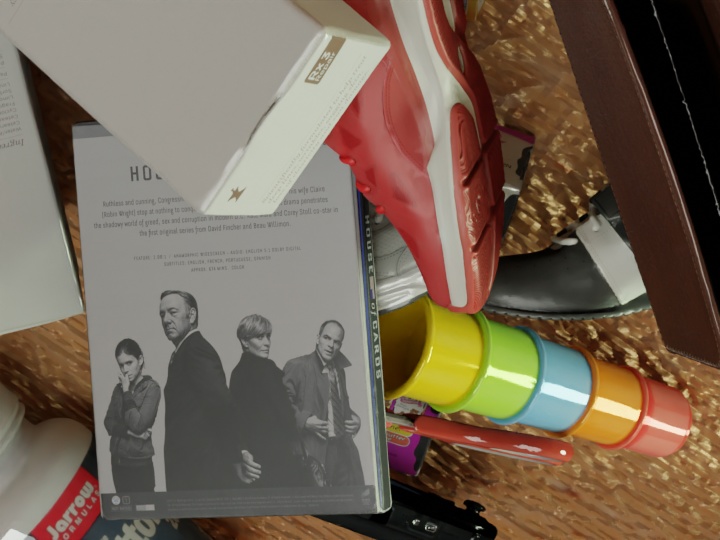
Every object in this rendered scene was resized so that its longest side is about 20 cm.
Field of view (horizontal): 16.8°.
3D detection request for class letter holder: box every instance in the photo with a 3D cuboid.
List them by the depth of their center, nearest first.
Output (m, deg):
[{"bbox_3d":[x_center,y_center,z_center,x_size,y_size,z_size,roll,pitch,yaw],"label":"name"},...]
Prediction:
[{"bbox_3d":[0.180,-0.061,1.136,0.100,0.142,0.201,-22,102,-10],"label":"letter holder"}]

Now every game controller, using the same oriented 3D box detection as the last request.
[{"bbox_3d":[-0.021,0.111,1.342,0.199,0.104,0.042,24,96,-27],"label":"game controller"}]

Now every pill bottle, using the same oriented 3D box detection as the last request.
[{"bbox_3d":[-0.175,0.157,1.419,0.200,0.120,0.119,43,121,-15],"label":"pill bottle"}]

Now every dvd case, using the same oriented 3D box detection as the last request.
[{"bbox_3d":[-0.065,0.022,1.202,0.150,0.025,0.201,-3,93,18],"label":"dvd case"}]

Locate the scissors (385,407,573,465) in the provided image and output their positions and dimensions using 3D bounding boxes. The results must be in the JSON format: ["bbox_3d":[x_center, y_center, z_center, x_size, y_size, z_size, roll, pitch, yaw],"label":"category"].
[{"bbox_3d":[0.020,0.081,1.288,0.199,0.073,0.014,11,85,-13],"label":"scissors"}]

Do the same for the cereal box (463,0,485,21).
[{"bbox_3d":[-0.004,-0.226,1.182,0.143,0.040,0.201,8,124,11],"label":"cereal box"}]

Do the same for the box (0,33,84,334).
[{"bbox_3d":[-0.215,-0.079,1.262,0.097,0.125,0.201,-14,120,-5],"label":"box"}]

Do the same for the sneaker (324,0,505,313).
[{"bbox_3d":[-0.002,-0.072,1.142,0.115,0.078,0.201,-4,111,18],"label":"sneaker"}]

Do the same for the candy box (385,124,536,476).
[{"bbox_3d":[0.000,0.000,1.312,0.136,0.061,0.201,20,125,1],"label":"candy box"}]

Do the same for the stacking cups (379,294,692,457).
[{"bbox_3d":[0.096,0.061,1.280,0.199,0.061,0.061,18,129,-33],"label":"stacking cups"}]

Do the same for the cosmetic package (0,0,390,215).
[{"bbox_3d":[-0.095,-0.122,1.080,0.200,0.074,0.102,42,107,19],"label":"cosmetic package"}]

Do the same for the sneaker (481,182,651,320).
[{"bbox_3d":[0.145,-0.026,1.245,0.199,0.074,0.089,-10,103,-8],"label":"sneaker"}]

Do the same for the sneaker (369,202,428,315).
[{"bbox_3d":[-0.031,-0.024,1.227,0.199,0.076,0.092,-15,111,21],"label":"sneaker"}]
